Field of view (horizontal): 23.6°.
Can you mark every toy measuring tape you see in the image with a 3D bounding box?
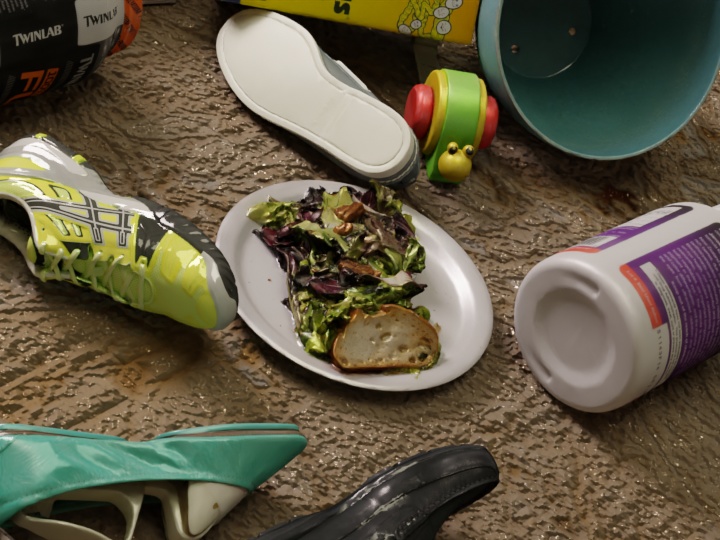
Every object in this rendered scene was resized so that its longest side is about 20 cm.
[{"bbox_3d":[0.067,-0.145,1.342,0.074,0.074,0.200,11,42,-15],"label":"toy measuring tape"}]

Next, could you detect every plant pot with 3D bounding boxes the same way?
[{"bbox_3d":[0.172,-0.197,1.382,0.200,0.200,0.135,5,10,-21],"label":"plant pot"}]

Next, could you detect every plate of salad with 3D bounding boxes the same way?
[{"bbox_3d":[0.000,0.000,1.169,0.200,0.048,0.200,13,41,-12],"label":"plate of salad"}]

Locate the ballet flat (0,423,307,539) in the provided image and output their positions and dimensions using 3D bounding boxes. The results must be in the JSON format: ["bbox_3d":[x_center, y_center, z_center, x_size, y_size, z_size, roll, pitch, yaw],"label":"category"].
[{"bbox_3d":[-0.123,0.124,0.973,0.200,0.067,0.070,2,69,-24],"label":"ballet flat"}]

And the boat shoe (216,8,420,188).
[{"bbox_3d":[-0.031,-0.125,1.297,0.200,0.073,0.062,39,-1,27],"label":"boat shoe"}]

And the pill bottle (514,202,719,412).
[{"bbox_3d":[0.211,0.016,1.203,0.200,0.111,0.111,-22,57,-40],"label":"pill bottle"}]

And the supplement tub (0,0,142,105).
[{"bbox_3d":[-0.255,-0.174,1.178,0.200,0.123,0.123,-24,59,-41],"label":"supplement tub"}]

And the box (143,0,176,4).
[{"bbox_3d":[-0.234,-0.272,1.310,0.200,0.101,0.113,-8,50,-32],"label":"box"}]

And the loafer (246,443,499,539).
[{"bbox_3d":[0.008,0.161,0.987,0.200,0.068,0.070,-23,66,-35],"label":"loafer"}]

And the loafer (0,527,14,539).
[{"bbox_3d":[-0.222,0.139,0.885,0.072,0.063,0.200,-41,64,-15],"label":"loafer"}]

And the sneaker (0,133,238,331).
[{"bbox_3d":[-0.166,-0.010,1.091,0.200,0.075,0.076,28,46,21],"label":"sneaker"}]

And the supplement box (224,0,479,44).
[{"bbox_3d":[-0.007,-0.252,1.355,0.200,0.109,0.110,8,13,-11],"label":"supplement box"}]
